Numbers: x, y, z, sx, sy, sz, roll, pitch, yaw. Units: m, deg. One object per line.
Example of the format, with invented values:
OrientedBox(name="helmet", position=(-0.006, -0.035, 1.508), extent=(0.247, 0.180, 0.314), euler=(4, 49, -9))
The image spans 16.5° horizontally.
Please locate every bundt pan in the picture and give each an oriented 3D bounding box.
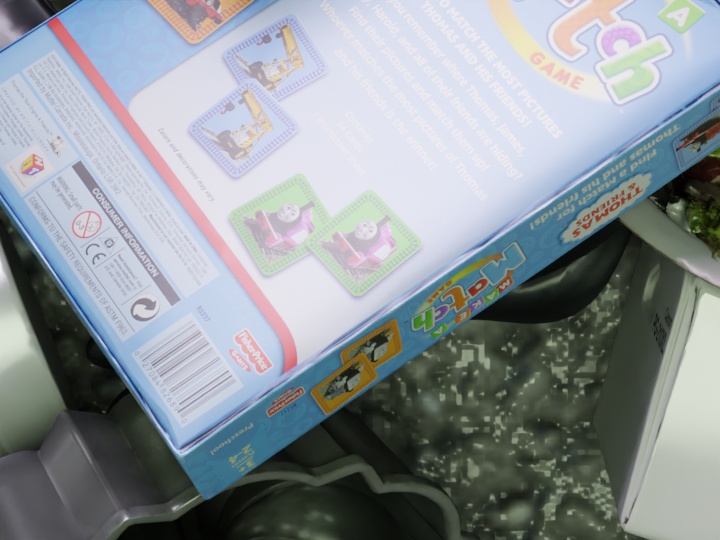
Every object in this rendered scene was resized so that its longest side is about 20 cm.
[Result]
OrientedBox(name="bundt pan", position=(-0.063, 0.112, 0.802), extent=(0.201, 0.076, 0.202), euler=(-18, 137, -18))

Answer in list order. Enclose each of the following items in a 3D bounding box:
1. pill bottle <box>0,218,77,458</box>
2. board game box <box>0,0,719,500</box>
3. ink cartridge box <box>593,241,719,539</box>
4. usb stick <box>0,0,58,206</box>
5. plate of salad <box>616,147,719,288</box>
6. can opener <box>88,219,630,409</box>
OrientedBox(name="pill bottle", position=(-0.199, 0.053, 0.814), extent=(0.200, 0.112, 0.112), euler=(-22, 97, -5))
OrientedBox(name="board game box", position=(-0.004, -0.049, 0.723), extent=(0.200, 0.037, 0.151), euler=(-34, 60, -6))
OrientedBox(name="ink cartridge box", position=(0.181, 0.054, 0.793), extent=(0.200, 0.145, 0.085), euler=(17, 100, -1))
OrientedBox(name="usb stick", position=(-0.150, -0.102, 0.802), extent=(0.055, 0.033, 0.200), euler=(-39, 74, -8))
OrientedBox(name="plate of salad", position=(0.154, -0.057, 0.765), extent=(0.200, 0.200, 0.048), euler=(11, 135, 0))
OrientedBox(name="can opener", position=(0.000, 0.000, 0.827), extent=(0.200, 0.079, 0.064), euler=(-20, 56, 15))
